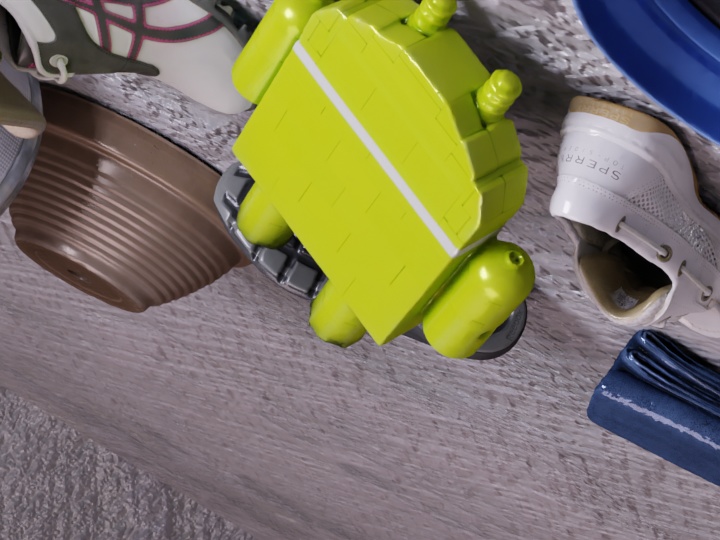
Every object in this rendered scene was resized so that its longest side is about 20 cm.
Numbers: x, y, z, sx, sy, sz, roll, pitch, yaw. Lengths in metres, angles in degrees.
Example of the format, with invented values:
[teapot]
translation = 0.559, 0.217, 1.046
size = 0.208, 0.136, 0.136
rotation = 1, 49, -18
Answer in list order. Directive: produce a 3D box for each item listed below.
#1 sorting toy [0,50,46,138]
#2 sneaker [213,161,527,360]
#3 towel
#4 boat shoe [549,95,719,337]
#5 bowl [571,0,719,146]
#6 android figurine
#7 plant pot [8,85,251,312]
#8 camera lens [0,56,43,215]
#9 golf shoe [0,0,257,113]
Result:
[sorting toy]
translation = -0.240, -0.141, 1.028
size = 0.185, 0.036, 0.200
rotation = 45, -174, 9
[sneaker]
translation = 0.000, 0.000, 1.287
size = 0.200, 0.075, 0.079
rotation = 30, 169, -6
[towel]
translation = 0.232, 0.104, 1.267
size = 0.200, 0.049, 0.112
rotation = 26, 167, 5
[boat shoe]
translation = 0.129, -0.006, 1.002
size = 0.071, 0.069, 0.200
rotation = 17, 164, 34
[bowl]
translation = 0.167, -0.076, 0.726
size = 0.201, 0.039, 0.201
rotation = 26, 167, 7
[android figurine]
translation = 0.009, -0.048, 0.977
size = 0.182, 0.041, 0.200
rotation = 52, 142, 13
[plant pot]
translation = -0.170, -0.035, 1.463
size = 0.201, 0.093, 0.201
rotation = 27, 167, 7
[camera lens]
translation = -0.300, -0.108, 1.291
size = 0.160, 0.160, 0.200
rotation = 18, 164, 37
[golf shoe]
translation = -0.132, -0.122, 1.062
size = 0.200, 0.088, 0.077
rotation = 35, 164, -32
